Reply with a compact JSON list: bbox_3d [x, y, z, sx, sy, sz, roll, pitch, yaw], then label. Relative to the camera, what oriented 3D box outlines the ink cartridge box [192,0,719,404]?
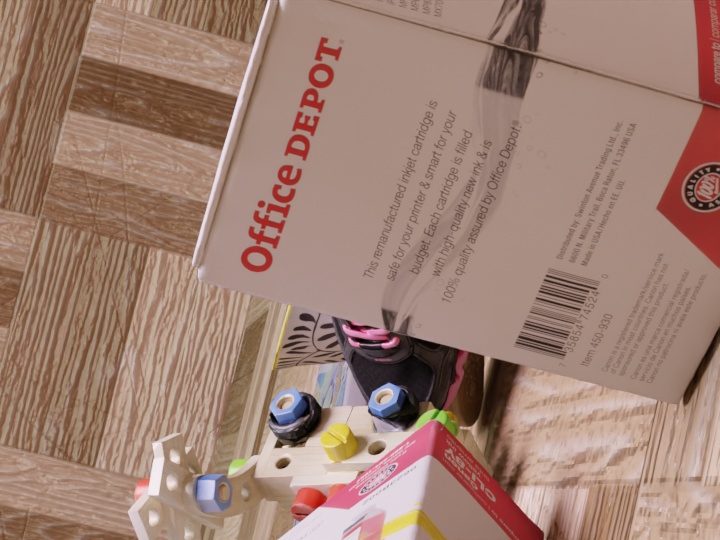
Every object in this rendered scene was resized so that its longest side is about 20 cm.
[{"bbox_3d":[0.051,-0.047,0.823,0.083,0.199,0.147,-82,10,-49],"label":"ink cartridge box"}]

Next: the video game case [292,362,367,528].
[{"bbox_3d":[-0.017,0.098,1.830,0.183,0.022,0.200,111,170,-46],"label":"video game case"}]

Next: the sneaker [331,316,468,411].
[{"bbox_3d":[0.000,0.000,1.151,0.095,0.079,0.201,-41,-56,-55],"label":"sneaker"}]

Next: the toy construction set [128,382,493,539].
[{"bbox_3d":[-0.016,0.119,1.133,0.092,0.199,0.131,76,-152,-44],"label":"toy construction set"}]

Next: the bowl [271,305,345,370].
[{"bbox_3d":[0.007,-0.014,1.527,0.201,0.094,0.201,-165,90,-89],"label":"bowl"}]

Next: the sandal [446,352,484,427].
[{"bbox_3d":[0.071,-0.015,1.209,0.078,0.069,0.212,-38,-54,-63],"label":"sandal"}]

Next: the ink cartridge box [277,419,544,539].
[{"bbox_3d":[-0.002,0.167,0.941,0.145,0.083,0.200,-39,9,15],"label":"ink cartridge box"}]
